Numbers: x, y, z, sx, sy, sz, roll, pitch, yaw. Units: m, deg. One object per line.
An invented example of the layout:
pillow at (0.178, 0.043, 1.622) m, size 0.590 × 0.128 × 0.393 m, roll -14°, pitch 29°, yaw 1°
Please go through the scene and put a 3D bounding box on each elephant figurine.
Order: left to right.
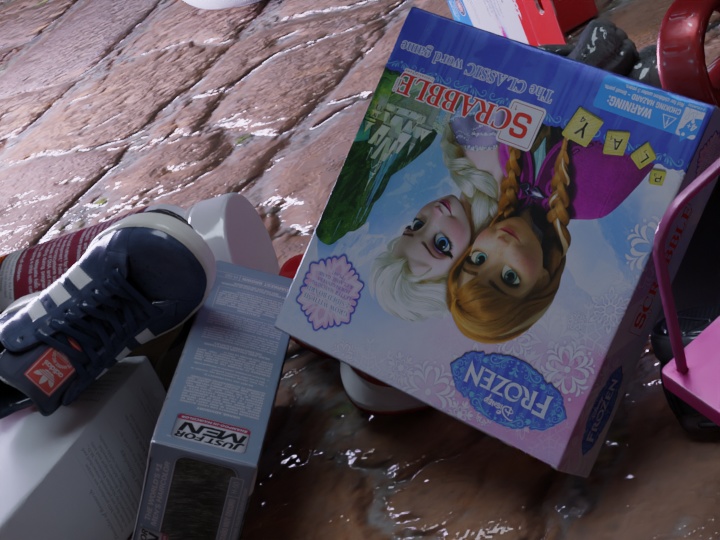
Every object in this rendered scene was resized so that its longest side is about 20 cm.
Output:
elephant figurine at (0.152, -0.105, 1.148) m, size 0.200 × 0.155 × 0.142 m, roll -109°, pitch 42°, yaw -76°

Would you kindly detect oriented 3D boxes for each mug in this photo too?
mug at (0.233, -0.077, 0.951) m, size 0.133 × 0.178 × 0.200 m, roll 26°, pitch 42°, yaw 18°

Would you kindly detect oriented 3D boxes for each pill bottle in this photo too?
pill bottle at (-0.164, 0.019, 1.171) m, size 0.200 × 0.114 × 0.114 m, roll -17°, pitch 26°, yaw 16°

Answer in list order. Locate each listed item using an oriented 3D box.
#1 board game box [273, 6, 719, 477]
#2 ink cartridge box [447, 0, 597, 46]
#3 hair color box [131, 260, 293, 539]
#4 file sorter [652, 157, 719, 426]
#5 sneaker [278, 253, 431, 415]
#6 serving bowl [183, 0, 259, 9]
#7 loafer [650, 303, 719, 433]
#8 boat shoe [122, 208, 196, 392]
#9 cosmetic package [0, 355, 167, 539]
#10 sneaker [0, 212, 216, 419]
board game box at (0.073, -0.021, 0.886) m, size 0.200 × 0.041 × 0.200 m, roll 24°, pitch 92°, yaw 35°
ink cartridge box at (0.138, -0.271, 1.467) m, size 0.067 × 0.116 × 0.200 m, roll -31°, pitch 26°, yaw -15°
hair color box at (-0.083, 0.088, 0.963) m, size 0.061 × 0.099 × 0.200 m, roll 14°, pitch 29°, yaw -1°
file sorter at (0.239, 0.022, 0.693) m, size 0.139 × 0.125 × 0.200 m, roll -40°, pitch 50°, yaw -15°
sneaker at (0.000, 0.000, 1.039) m, size 0.078 × 0.116 × 0.200 m, roll -10°, pitch 25°, yaw -24°
serving bowl at (-0.128, -0.360, 1.947) m, size 0.200 × 0.066 × 0.200 m, roll -21°, pitch 25°, yaw 10°
loafer at (0.247, 0.046, 0.823) m, size 0.200 × 0.063 × 0.072 m, roll -5°, pitch 16°, yaw 28°
boat shoe at (-0.137, 0.028, 1.060) m, size 0.072 × 0.200 × 0.065 m, roll 26°, pitch 44°, yaw 11°
cosmetic package at (-0.203, 0.143, 1.003) m, size 0.113 × 0.081 × 0.200 m, roll -6°, pitch 31°, yaw 35°
sneaker at (-0.163, 0.038, 0.969) m, size 0.200 × 0.075 × 0.085 m, roll -33°, pitch 18°, yaw 40°
